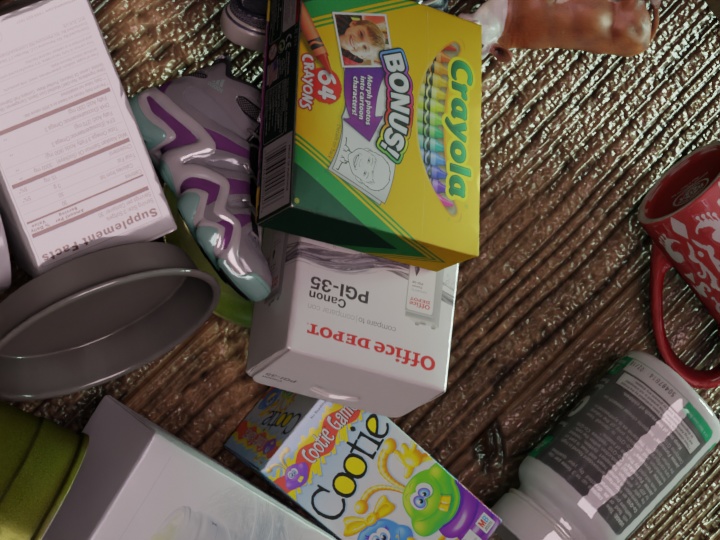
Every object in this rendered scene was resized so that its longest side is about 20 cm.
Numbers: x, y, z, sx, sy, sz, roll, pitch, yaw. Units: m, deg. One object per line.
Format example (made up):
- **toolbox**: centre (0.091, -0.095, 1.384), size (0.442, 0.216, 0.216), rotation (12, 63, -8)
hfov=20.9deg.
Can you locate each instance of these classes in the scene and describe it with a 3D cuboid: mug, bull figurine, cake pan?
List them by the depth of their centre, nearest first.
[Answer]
- **cake pan**: centre (-0.207, 0.038, 1.511), size (0.200, 0.200, 0.037), rotation (-20, 70, -17)
- **bull figurine**: centre (0.170, -0.231, 1.661), size (0.200, 0.065, 0.122), rotation (1, 123, -27)
- **mug**: centre (0.335, 0.007, 1.730), size (0.178, 0.133, 0.200), rotation (-45, 106, -11)

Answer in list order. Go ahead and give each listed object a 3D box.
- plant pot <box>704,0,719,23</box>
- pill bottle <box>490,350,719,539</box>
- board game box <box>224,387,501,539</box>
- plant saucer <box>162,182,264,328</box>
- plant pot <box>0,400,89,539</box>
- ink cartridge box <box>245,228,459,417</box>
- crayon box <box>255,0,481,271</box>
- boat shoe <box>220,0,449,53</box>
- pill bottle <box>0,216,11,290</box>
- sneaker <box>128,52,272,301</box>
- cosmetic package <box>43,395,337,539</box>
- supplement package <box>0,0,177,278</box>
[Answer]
- **plant pot**: centre (0.385, -0.296, 1.681), size (0.200, 0.200, 0.177), rotation (-25, 116, -16)
- **pill bottle**: centre (0.212, 0.176, 1.713), size (0.200, 0.113, 0.113), rotation (-45, 109, -10)
- **board game box**: centre (0.002, 0.178, 1.640), size (0.200, 0.105, 0.103), rotation (42, 81, -21)
- **plant saucer**: centre (-0.073, -0.051, 1.621), size (0.200, 0.031, 0.200), rotation (-3, 97, -21)
- **plant pot**: centre (-0.340, 0.161, 1.476), size (0.193, 0.200, 0.201), rotation (33, 85, -11)
- **ink cartridge box**: centre (0.000, 0.000, 1.556), size (0.146, 0.083, 0.200), rotation (16, 66, -23)
- **crayon box**: centre (0.010, -0.116, 1.507), size (0.172, 0.058, 0.200), rotation (14, 68, -31)
- **boat shoe**: centre (-0.014, -0.232, 1.580), size (0.200, 0.075, 0.093), rotation (-8, 133, -27)
- **pill bottle**: centre (-0.371, -0.004, 1.473), size (0.200, 0.111, 0.111), rotation (-13, 102, -18)
- **sneaker**: centre (-0.084, -0.085, 1.520), size (0.140, 0.078, 0.200), rotation (-31, 74, -4)
- **cosmetic package**: centre (-0.163, 0.242, 1.566), size (0.200, 0.123, 0.200), rotation (34, 85, -28)
- **supplement package**: centre (-0.240, -0.106, 1.505), size (0.117, 0.117, 0.200), rotation (-24, 105, -16)
